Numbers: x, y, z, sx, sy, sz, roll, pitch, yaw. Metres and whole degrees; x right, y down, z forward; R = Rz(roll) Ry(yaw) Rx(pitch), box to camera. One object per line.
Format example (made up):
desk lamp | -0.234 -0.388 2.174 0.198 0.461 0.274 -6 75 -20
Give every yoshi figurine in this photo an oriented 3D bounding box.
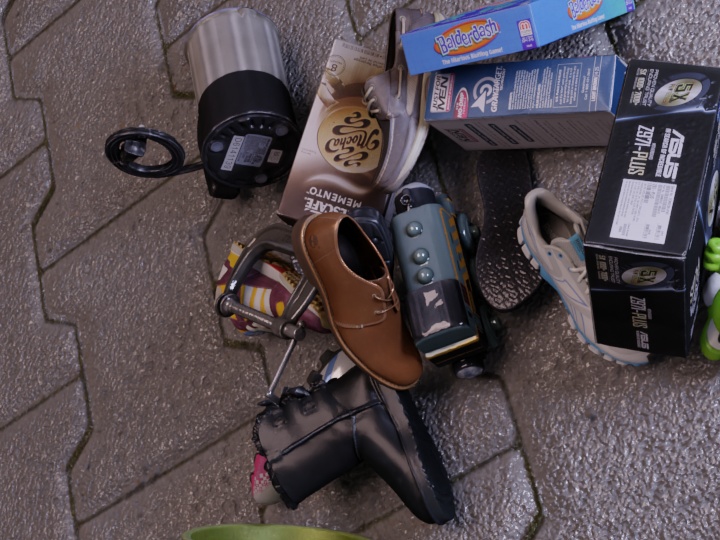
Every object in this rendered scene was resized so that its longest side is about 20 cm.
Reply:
yoshi figurine | 0.348 -0.014 1.348 0.112 0.112 0.201 14 87 36

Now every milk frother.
milk frother | -0.186 -0.193 1.788 0.181 0.200 0.189 -46 40 30

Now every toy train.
toy train | 0.081 0.007 1.553 0.085 0.114 0.201 -19 63 17

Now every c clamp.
c clamp | -0.099 0.027 1.646 0.171 0.027 0.200 -58 32 -2

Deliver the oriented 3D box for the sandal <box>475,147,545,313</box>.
sandal | 0.153 -0.040 1.565 0.075 0.045 0.201 -8 53 12

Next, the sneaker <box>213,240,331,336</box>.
sneaker | -0.091 0.043 1.730 0.200 0.075 0.090 35 104 49

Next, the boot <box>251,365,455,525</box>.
boot | -0.011 0.190 1.562 0.162 0.073 0.199 -28 74 13

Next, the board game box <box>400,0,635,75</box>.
board game box | 0.157 -0.245 1.533 0.152 0.200 0.045 -8 102 38

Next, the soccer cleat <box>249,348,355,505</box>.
soccer cleat | -0.044 0.177 1.638 0.086 0.070 0.200 38 103 31

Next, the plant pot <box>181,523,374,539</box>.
plant pot | -0.085 0.361 1.546 0.200 0.200 0.191 3 88 41

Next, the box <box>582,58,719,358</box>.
box | 0.259 -0.054 1.351 0.086 0.164 0.201 8 59 17

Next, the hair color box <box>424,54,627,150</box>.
hair color box | 0.174 -0.163 1.532 0.199 0.100 0.061 0 75 31

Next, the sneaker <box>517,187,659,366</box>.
sneaker | 0.209 0.003 1.448 0.075 0.087 0.200 -37 65 -5

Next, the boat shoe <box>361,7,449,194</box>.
boat shoe | 0.035 -0.176 1.593 0.074 0.073 0.201 137 148 -72

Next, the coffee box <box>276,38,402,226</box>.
coffee box | -0.003 -0.131 1.670 0.113 0.080 0.201 17 85 7

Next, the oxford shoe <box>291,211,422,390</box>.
oxford shoe | 0.009 0.032 1.494 0.071 0.200 0.071 -11 28 49

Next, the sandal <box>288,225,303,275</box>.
sandal | -0.031 -0.087 1.737 0.076 0.043 0.201 7 78 13

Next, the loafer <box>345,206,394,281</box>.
loafer | 0.000 0.000 1.598 0.068 0.201 0.071 1 51 1
